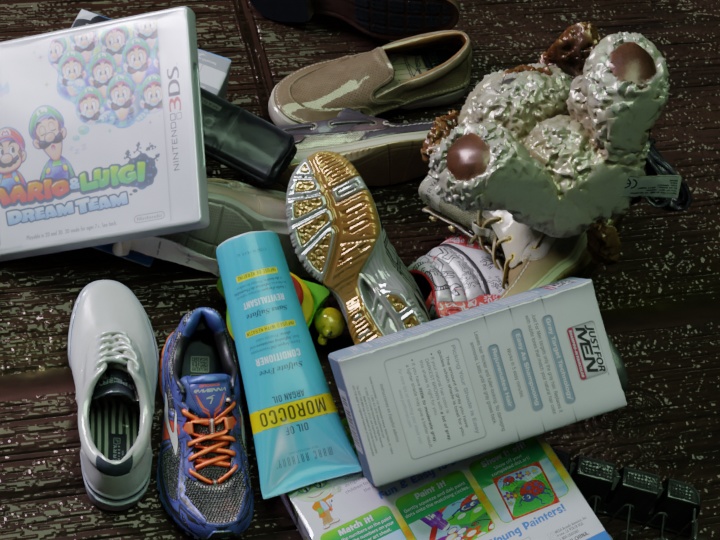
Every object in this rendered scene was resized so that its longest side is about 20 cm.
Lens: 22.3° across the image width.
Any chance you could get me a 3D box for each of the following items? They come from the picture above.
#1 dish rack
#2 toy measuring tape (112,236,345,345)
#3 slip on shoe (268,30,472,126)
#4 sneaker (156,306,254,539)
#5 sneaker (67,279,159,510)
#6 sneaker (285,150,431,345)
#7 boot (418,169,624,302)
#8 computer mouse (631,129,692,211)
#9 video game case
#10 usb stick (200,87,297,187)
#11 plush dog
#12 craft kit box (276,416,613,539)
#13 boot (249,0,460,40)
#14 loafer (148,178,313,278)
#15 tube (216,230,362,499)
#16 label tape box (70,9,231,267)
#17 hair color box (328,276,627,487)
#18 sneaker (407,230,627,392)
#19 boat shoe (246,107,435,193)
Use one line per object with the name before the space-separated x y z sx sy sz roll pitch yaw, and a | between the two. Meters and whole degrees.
dish rack | 0.184 0.236 1.408 0.153 0.055 0.201 14 55 -1
toy measuring tape | -0.109 0.023 1.476 0.199 0.074 0.074 18 53 -6
slip on shoe | 0.012 -0.173 1.654 0.199 0.061 0.076 -11 58 -20
sneaker | -0.122 0.115 1.404 0.075 0.079 0.201 -5 56 -13
sneaker | -0.187 0.084 1.416 0.073 0.071 0.201 -2 56 -15
sneaker | 0.000 0.000 1.494 0.075 0.088 0.201 -24 82 8
boot | 0.110 -0.026 1.490 0.154 0.072 0.200 30 46 15
computer mouse | 0.187 -0.093 1.566 0.053 0.200 0.139 -36 100 -22
video game case | -0.223 -0.109 1.483 0.199 0.024 0.183 -9 77 15
usb stick | -0.148 -0.133 1.528 0.199 0.033 0.056 27 61 4
plush dog | 0.144 -0.103 1.439 0.200 0.161 0.172 -31 39 0
craft kit box | 0.057 0.181 1.381 0.199 0.049 0.198 -23 58 -12
boot | 0.003 -0.276 1.707 0.199 0.075 0.097 10 47 11
loafer | -0.092 -0.040 1.531 0.199 0.072 0.063 12 35 -20
tube | -0.063 0.070 1.406 0.077 0.050 0.201 -16 74 -1
label tape box | -0.208 -0.116 1.559 0.143 0.066 0.200 19 51 1
hair color box | 0.087 0.081 1.362 0.199 0.061 0.099 -17 94 -7
sneaker | 0.122 0.051 1.518 0.108 0.067 0.202 -26 61 -27
boat shoe | -0.008 -0.110 1.600 0.199 0.072 0.065 -12 63 -14
